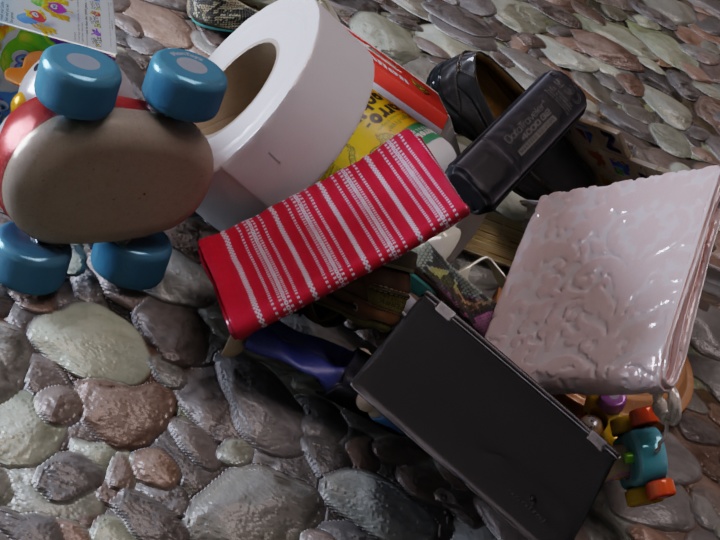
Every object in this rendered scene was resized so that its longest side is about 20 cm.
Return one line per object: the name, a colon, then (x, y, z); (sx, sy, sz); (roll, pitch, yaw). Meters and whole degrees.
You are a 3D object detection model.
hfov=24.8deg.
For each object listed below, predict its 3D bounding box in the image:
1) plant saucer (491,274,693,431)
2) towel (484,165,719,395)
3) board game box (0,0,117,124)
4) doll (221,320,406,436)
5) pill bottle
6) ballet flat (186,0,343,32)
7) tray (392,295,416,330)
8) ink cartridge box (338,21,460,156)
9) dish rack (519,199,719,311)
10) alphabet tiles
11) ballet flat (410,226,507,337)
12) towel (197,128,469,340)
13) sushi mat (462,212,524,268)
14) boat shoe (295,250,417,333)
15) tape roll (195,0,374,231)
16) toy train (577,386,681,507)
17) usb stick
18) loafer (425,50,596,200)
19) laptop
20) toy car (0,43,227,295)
plant saucer: (0.210, 0.062, 1.464); (0.198, 0.032, 0.201); (18, 36, -13)
towel: (0.188, 0.014, 1.283); (0.032, 0.199, 0.192); (38, 63, -31)
board game box: (-0.318, -0.193, 1.388); (0.198, 0.104, 0.105); (14, 33, -20)
doll: (-0.006, 0.084, 1.261); (0.199, 0.049, 0.137); (27, 10, -2)
pill bottle: (0.016, -0.092, 1.480); (0.199, 0.113, 0.113); (37, 32, 15)
ballet flat: (-0.081, -0.270, 1.709); (0.198, 0.076, 0.068); (14, 32, -20)
tray: (0.000, 0.000, 1.391); (0.200, 0.022, 0.107); (46, 9, 29)
ink cartridge box: (0.014, -0.162, 1.544); (0.160, 0.047, 0.200); (37, -4, 15)
dish rack: (0.246, -0.011, 1.522); (0.198, 0.044, 0.172); (20, 0, -10)
alphabet tiles: (0.250, -0.081, 1.566); (0.008, 0.168, 0.199); (-45, 41, -16)
ballet flat: (0.077, 0.009, 1.370); (0.200, 0.071, 0.069); (41, -11, -11)
towel: (-0.025, -0.030, 1.236); (0.023, 0.199, 0.145); (61, 1, -32)
sushi mat: (0.140, -0.028, 1.573); (0.198, 0.012, 0.096); (20, 32, -11)
boat shoe: (-0.035, 0.009, 1.296); (0.071, 0.069, 0.199); (14, -4, -33)
tape roll: (-0.082, -0.131, 1.371); (0.071, 0.202, 0.203); (40, 23, -28)
toy train: (0.192, 0.100, 1.295); (0.055, 0.152, 0.200); (-9, 25, -9)
usb stick: (0.141, -0.117, 1.460); (0.055, 0.033, 0.200); (45, 49, 0)
loafer: (0.152, -0.129, 1.545); (0.199, 0.072, 0.073); (37, 62, -14)
laptop: (0.081, 0.121, 1.205); (0.187, 0.200, 0.116); (41, 72, 3)
toy car: (-0.227, -0.113, 1.269); (0.176, 0.186, 0.200); (-3, 36, -39)
